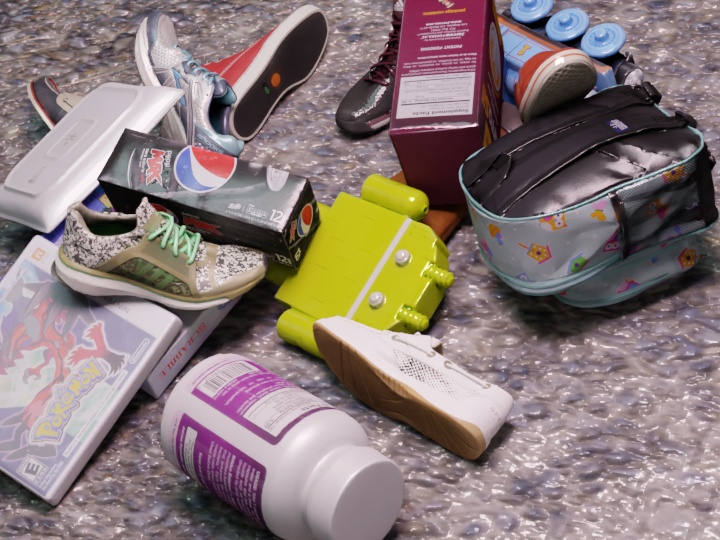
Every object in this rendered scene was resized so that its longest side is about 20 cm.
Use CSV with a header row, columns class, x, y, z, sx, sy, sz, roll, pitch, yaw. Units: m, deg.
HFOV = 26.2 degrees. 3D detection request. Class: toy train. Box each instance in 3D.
class,x,y,z,sx,sy,sz,roll,pitch,yaw
toy train,0.195,-0.209,1.581,0.114,0.087,0.200,-43,47,-12

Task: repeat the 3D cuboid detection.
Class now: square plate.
class,x,y,z,sx,sy,sz,roll,pitch,yaw
square plate,-0.288,-0.126,1.584,0.198,0.028,0.200,-48,27,-15

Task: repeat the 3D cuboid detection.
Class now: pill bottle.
class,x,y,z,sx,sy,sz,roll,pitch,yaw
pill bottle,-0.062,0.152,1.257,0.200,0.113,0.112,26,58,40

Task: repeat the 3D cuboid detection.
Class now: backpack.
class,x,y,z,sx,sy,sz,roll,pitch,yaw
backpack,0.192,-0.059,1.355,0.199,0.154,0.176,-17,33,-10

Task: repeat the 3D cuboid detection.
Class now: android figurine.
class,x,y,z,sx,sy,sz,roll,pitch,yaw
android figurine,0.000,0.000,1.427,0.200,0.041,0.182,25,77,40

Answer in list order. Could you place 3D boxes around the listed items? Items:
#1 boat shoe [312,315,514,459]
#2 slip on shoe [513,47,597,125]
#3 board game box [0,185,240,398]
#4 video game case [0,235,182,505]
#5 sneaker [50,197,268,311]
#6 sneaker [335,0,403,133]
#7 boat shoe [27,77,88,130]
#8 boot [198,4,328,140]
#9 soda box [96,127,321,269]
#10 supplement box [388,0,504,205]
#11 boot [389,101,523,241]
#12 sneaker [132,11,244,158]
class,x,y,z,sx,sy,sz,roll,pitch,yaw
boat shoe,0.045,0.087,1.323,0.200,0.071,0.069,31,60,32
slip on shoe,0.170,-0.172,1.416,0.074,0.200,0.061,-25,84,1
board game box,-0.211,-0.006,1.490,0.199,0.041,0.200,28,67,24
video game case,-0.288,0.086,1.415,0.182,0.023,0.200,28,75,25
sneaker,-0.182,-0.021,1.397,0.199,0.089,0.077,4,39,-3
sneaker,0.035,-0.242,1.650,0.075,0.116,0.200,24,56,39
boat shoe,-0.313,-0.162,1.730,0.063,0.071,0.200,-40,49,-1
boot,-0.138,-0.236,1.750,0.144,0.073,0.200,17,56,37
soda box,-0.141,-0.069,1.450,0.199,0.071,0.064,16,64,19
supplement box,0.086,-0.174,1.475,0.085,0.111,0.201,-3,54,14
boot,0.055,-0.102,1.542,0.188,0.069,0.200,33,67,31
sneaker,-0.175,-0.192,1.650,0.086,0.078,0.201,-25,76,23
